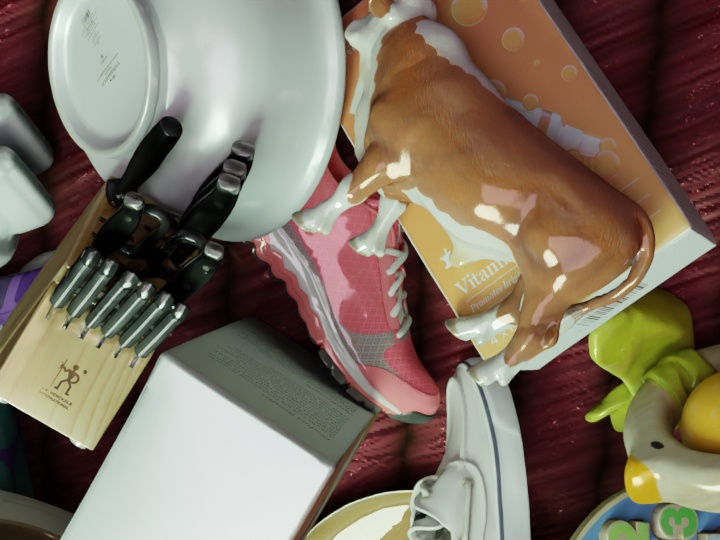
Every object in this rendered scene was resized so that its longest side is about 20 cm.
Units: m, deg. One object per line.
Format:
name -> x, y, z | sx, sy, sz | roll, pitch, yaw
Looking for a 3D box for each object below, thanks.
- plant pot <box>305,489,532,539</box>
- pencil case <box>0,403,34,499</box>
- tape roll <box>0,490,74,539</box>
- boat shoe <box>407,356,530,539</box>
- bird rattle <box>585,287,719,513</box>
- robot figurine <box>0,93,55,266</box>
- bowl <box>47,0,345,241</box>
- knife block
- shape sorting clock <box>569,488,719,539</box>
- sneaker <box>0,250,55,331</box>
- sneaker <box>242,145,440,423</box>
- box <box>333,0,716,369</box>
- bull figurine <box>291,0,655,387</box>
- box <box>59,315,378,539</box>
plant pot -> 0.042, 0.232, 0.883 | 0.197, 0.028, 0.203 | 2, 105, 9
pencil case -> -0.260, 0.169, 0.892 | 0.091, 0.085, 0.203 | 0, 106, 14
tape roll -> -0.208, 0.229, 0.770 | 0.200, 0.203, 0.141 | 25, 97, 3
boat shoe -> 0.058, 0.145, 0.784 | 0.065, 0.072, 0.203 | 1, 67, -8
bird rattle -> 0.218, 0.077, 0.746 | 0.197, 0.164, 0.114 | 3, 124, 19
robot figurine -> -0.285, -0.040, 0.819 | 0.197, 0.171, 0.113 | -18, 142, 9
bowl -> -0.105, -0.112, 0.734 | 0.199, 0.090, 0.204 | 11, 106, 44
knife block -> -0.125, -0.004, 0.724 | 0.064, 0.200, 0.177 | 32, 90, -15
shape sorting clock -> 0.181, 0.225, 0.786 | 0.197, 0.039, 0.203 | 5, 80, -28
sneaker -> -0.220, 0.038, 0.850 | 0.197, 0.084, 0.082 | -8, 104, 11
sneaker -> 0.000, 0.000, 0.804 | 0.086, 0.074, 0.201 | -33, 98, 14
box -> 0.078, -0.065, 0.724 | 0.124, 0.097, 0.201 | -36, 74, 16
bull figurine -> 0.044, -0.043, 0.650 | 0.200, 0.065, 0.122 | 42, 106, 21
box -> -0.077, 0.125, 0.770 | 0.106, 0.200, 0.154 | 31, 98, 5
